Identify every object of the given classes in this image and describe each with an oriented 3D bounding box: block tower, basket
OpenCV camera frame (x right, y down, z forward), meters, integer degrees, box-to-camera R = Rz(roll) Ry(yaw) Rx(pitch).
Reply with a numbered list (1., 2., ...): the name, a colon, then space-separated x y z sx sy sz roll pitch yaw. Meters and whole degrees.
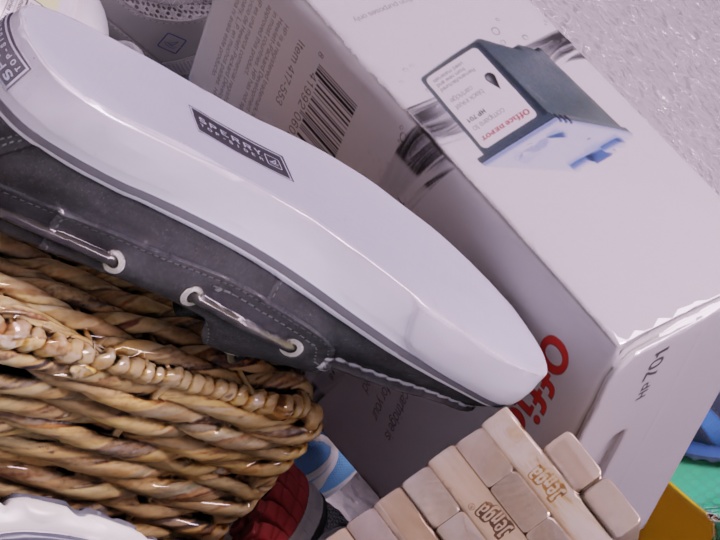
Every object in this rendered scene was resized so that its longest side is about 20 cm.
1. block tower: -0.012 0.120 0.819 0.054 0.200 0.058 51 -11 19
2. basket: -0.137 0.015 0.844 0.200 0.143 0.149 17 38 -43

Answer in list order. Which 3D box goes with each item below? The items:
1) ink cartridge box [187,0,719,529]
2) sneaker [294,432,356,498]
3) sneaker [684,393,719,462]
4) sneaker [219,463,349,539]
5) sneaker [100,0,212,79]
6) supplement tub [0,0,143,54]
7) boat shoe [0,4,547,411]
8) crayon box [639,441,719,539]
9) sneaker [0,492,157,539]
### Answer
1. ink cartridge box: 0.028 -0.009 0.935 0.086 0.147 0.200 -25 61 -36
2. sneaker: 0.000 0.000 1.095 0.072 0.072 0.200 21 65 -8
3. sneaker: 0.117 0.022 1.046 0.199 0.079 0.066 5 37 14
4. sneaker: -0.019 0.132 0.932 0.082 0.078 0.200 39 21 -13
5. sneaker: -0.042 -0.095 1.048 0.200 0.082 0.075 12 60 -29
6. supplement tub: -0.177 -0.071 0.945 0.200 0.145 0.145 34 22 -22
7. boat shoe: -0.035 -0.006 0.799 0.200 0.057 0.069 31 21 -27
8. crayon box: 0.108 0.081 1.131 0.058 0.119 0.200 -25 40 -21
9. sneaker: -0.129 0.115 0.775 0.200 0.078 0.080 -3 52 -42
